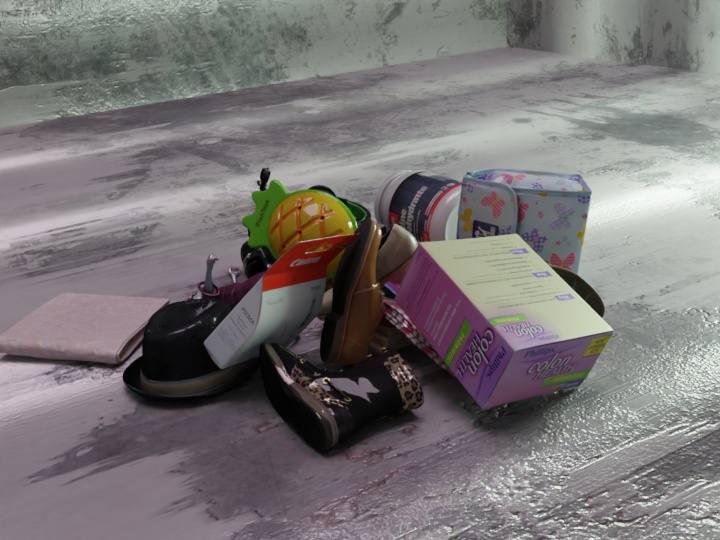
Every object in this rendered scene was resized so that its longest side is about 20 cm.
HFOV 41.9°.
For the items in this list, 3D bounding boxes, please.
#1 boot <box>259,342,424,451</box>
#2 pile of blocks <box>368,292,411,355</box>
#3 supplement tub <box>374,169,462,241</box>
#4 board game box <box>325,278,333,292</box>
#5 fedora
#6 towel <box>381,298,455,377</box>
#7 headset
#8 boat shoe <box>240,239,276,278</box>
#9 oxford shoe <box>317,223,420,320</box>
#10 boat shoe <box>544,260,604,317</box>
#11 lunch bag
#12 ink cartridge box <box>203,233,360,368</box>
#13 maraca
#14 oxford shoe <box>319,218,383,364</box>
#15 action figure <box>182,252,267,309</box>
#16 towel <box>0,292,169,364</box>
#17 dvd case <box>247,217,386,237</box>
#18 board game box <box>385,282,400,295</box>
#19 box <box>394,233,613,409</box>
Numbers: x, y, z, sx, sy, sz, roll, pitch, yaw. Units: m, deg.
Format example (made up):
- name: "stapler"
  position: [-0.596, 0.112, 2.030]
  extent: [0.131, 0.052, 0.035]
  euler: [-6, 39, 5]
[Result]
- name: "boot"
  position: [-0.029, 0.136, 1.161]
  extent: [0.150, 0.074, 0.200]
  euler: [-15, 28, -25]
- name: "pile of blocks"
  position: [0.010, 0.056, 1.378]
  extent: [0.081, 0.063, 0.200]
  euler: [-9, 21, -13]
- name: "supplement tub"
  position: [0.128, -0.097, 1.644]
  extent: [0.140, 0.141, 0.200]
  euler: [-16, 24, -30]
- name: "board game box"
  position: [-0.046, -0.015, 1.590]
  extent: [0.101, 0.048, 0.200]
  euler: [-4, 21, -2]
- name: "fedora"
  position: [-0.226, 0.095, 1.267]
  extent: [0.199, 0.092, 0.201]
  euler: [-3, 22, 1]
- name: "towel"
  position: [0.129, 0.079, 1.269]
  extent: [0.146, 0.030, 0.200]
  euler: [-2, 27, -35]
- name: "headset"
  position: [-0.078, -0.112, 1.581]
  extent: [0.198, 0.095, 0.124]
  euler: [13, 24, 11]
- name: "boat shoe"
  position: [-0.160, -0.006, 1.546]
  extent: [0.060, 0.076, 0.200]
  euler: [-9, 20, -30]
- name: "oxford shoe"
  position: [0.000, 0.000, 1.332]
  extent: [0.200, 0.074, 0.071]
  euler: [-35, 22, 24]
- name: "boat shoe"
  position: [0.262, 0.014, 1.369]
  extent: [0.199, 0.072, 0.068]
  euler: [28, 12, 0]
- name: "lunch bag"
  position: [0.252, -0.067, 1.494]
  extent: [0.198, 0.171, 0.127]
  euler: [6, 22, 2]
- name: "ink cartridge box"
  position: [-0.089, 0.037, 1.211]
  extent: [0.047, 0.200, 0.160]
  euler: [52, 26, 14]
- name: "maraca"
  position: [-0.094, -0.064, 1.470]
  extent: [0.199, 0.138, 0.107]
  euler: [24, 2, 19]
- name: "oxford shoe"
  position: [0.002, 0.030, 1.270]
  extent: [0.071, 0.202, 0.071]
  euler: [11, 9, -19]
- name: "action figure"
  position: [-0.179, 0.048, 1.421]
  extent: [0.199, 0.150, 0.134]
  euler: [-16, -10, 23]
- name: "towel"
  position: [-0.411, 0.085, 1.411]
  extent: [0.198, 0.032, 0.191]
  euler: [3, 21, 14]
- name: "dvd case"
  position: [-0.076, -0.067, 1.628]
  extent: [0.150, 0.025, 0.199]
  euler: [-23, 28, -40]
- name: "board game box"
  position: [0.104, 0.000, 1.474]
  extent: [0.157, 0.039, 0.200]
  euler: [-3, 28, -31]
- name: "box"
  position: [0.175, 0.056, 1.171]
  extent: [0.175, 0.097, 0.200]
  euler: [-6, 42, -37]
